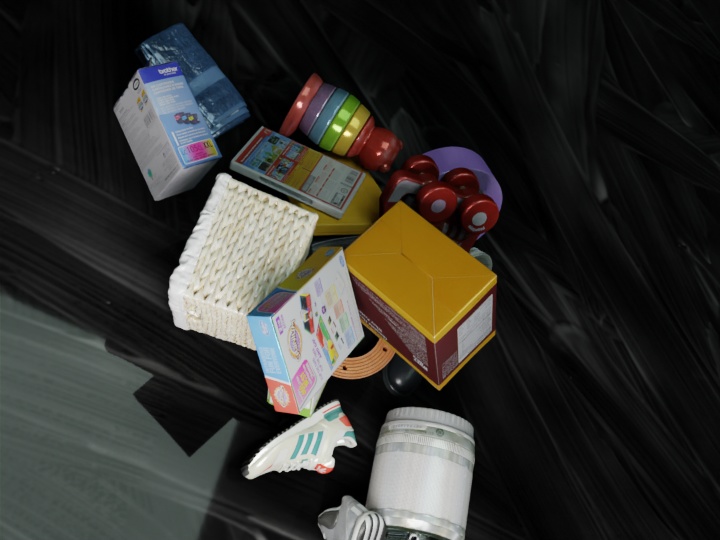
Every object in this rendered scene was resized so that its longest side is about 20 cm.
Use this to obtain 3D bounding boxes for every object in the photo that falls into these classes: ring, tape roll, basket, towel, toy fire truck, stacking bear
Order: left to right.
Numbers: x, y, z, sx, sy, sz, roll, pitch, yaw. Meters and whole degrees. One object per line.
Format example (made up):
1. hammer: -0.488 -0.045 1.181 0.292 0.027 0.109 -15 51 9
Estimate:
1. towel: -0.277 -0.317 1.510 0.200 0.049 0.112 51 55 -4
2. basket: -0.174 -0.001 1.335 0.161 0.198 0.200 21 70 -1
3. ring: -0.025 0.086 1.519 0.200 0.019 0.201 8 68 -20
4. stacking bear: -0.023 -0.245 1.571 0.200 0.114 0.122 31 58 -5
5. toy fire truck: 0.117 -0.083 1.475 0.200 0.168 0.112 14 30 -27
6. tape roll: 0.146 -0.119 1.592 0.200 0.200 0.066 4 41 -29

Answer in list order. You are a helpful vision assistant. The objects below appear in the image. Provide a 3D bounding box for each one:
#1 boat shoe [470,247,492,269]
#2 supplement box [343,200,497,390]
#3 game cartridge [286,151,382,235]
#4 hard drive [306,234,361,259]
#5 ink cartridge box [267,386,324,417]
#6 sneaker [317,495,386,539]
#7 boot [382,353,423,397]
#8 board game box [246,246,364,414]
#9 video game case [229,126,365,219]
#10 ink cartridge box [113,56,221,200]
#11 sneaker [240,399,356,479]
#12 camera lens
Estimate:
1. boat shoe: 0.134 0.004 1.615 0.202 0.065 0.075 -18 117 -11
2. supplement box: 0.090 0.041 1.372 0.133 0.200 0.197 -42 64 -16
3. game cartridge: -0.047 -0.132 1.533 0.176 0.032 0.200 -2 45 -31
4. hard drive: 0.000 0.000 1.510 0.200 0.042 0.135 -5 89 -23
5. ink cartridge box: -0.076 0.104 1.349 0.076 0.200 0.148 19 52 6
6. sneaker: -0.032 0.435 1.371 0.075 0.115 0.200 12 102 -40
7. boot: 0.132 0.114 1.522 0.076 0.168 0.200 42 58 -11
8. board game box: -0.070 0.078 1.253 0.200 0.040 0.153 -45 129 -50
9. video game case: -0.101 -0.166 1.503 0.200 0.017 0.143 25 37 2
10. ink cartridge box: -0.310 -0.230 1.405 0.076 0.136 0.200 -24 86 -36
11. sneaker: -0.087 0.281 1.391 0.200 0.070 0.094 -29 82 -37
12. camera lens: 0.095 0.334 1.424 0.160 0.160 0.200 22 63 -22
